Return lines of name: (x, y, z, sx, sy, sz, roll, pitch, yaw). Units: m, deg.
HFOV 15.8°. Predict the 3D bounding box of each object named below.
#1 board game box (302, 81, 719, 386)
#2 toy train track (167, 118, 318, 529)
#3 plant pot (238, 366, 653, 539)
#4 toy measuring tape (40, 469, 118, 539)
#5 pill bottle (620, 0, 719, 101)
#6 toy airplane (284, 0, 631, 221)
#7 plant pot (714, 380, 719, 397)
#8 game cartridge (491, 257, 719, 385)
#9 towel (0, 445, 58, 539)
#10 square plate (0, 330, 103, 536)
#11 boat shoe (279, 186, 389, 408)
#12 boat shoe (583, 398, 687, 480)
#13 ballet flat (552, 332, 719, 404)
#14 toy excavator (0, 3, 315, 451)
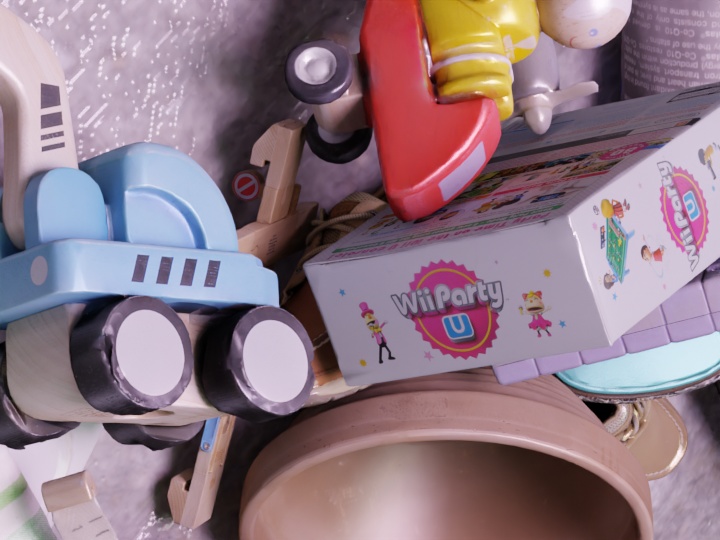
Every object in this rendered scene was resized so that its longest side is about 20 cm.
board game box: (0.091, -0.021, 1.187, 0.200, 0.147, 0.064, -33, 107, -50)
toy train track: (-0.065, 0.023, 1.219, 0.115, 0.032, 0.200, -28, 134, -69)
plant pot: (0.041, 0.096, 1.272, 0.201, 0.201, 0.093, 42, 37, -43)
toy measuring tape: (-0.099, 0.141, 1.197, 0.074, 0.074, 0.200, -46, 136, -22)
pill bottle: (0.193, -0.119, 1.359, 0.114, 0.114, 0.200, -18, 116, -38)
toy airplane: (0.056, -0.139, 1.178, 0.200, 0.141, 0.199, -55, 151, -64)
plant pot: (0.305, 0.034, 1.428, 0.177, 0.200, 0.200, 42, 74, -29)
game cartridge: (0.134, 0.001, 1.249, 0.200, 0.129, 0.038, -54, 123, -69)
towel: (-0.213, 0.097, 1.074, 0.153, 0.023, 0.200, -42, 128, -26)
square plate: (-0.209, 0.107, 1.118, 0.198, 0.028, 0.200, 33, 80, -45)
boat shoe: (0.000, 0.000, 1.243, 0.200, 0.076, 0.074, -39, 117, -48)
boat shoe: (0.120, 0.078, 1.390, 0.200, 0.065, 0.072, 27, 85, -45)
ballet flat: (0.188, 0.018, 1.334, 0.200, 0.075, 0.068, -23, 87, 3)
toy excavator: (-0.124, -0.031, 1.088, 0.194, 0.100, 0.200, 6, 73, -41)
